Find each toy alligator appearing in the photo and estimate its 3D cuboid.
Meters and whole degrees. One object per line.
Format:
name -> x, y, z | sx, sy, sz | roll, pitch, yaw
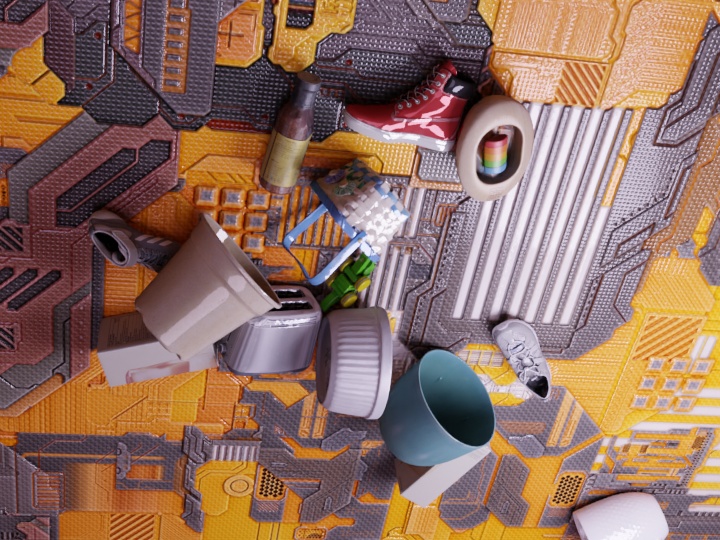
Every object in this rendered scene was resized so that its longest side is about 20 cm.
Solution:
toy alligator -> 0.000, 0.000, 1.843 | 0.200, 0.059, 0.054 | -50, 158, 26

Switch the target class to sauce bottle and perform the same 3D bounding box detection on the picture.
sauce bottle -> -0.108, -0.216, 1.655 | 0.065, 0.066, 0.201 | 12, 126, -17

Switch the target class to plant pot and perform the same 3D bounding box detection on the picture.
plant pot -> -0.261, 0.040, 1.711 | 0.183, 0.201, 0.201 | -40, 124, 0
plant pot -> 0.131, 0.276, 1.986 | 0.200, 0.202, 0.161 | 31, 130, -27

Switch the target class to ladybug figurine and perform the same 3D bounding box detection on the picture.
ladybug figurine -> 0.211, -0.202, 1.701 | 0.134, 0.072, 0.201 | -12, 133, -16

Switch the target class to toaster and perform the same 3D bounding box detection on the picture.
toaster -> -0.150, 0.105, 1.850 | 0.198, 0.114, 0.130 | -1, 126, -29

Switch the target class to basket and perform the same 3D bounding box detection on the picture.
basket -> -0.033, -0.078, 1.707 | 0.200, 0.176, 0.139 | -46, 123, 2

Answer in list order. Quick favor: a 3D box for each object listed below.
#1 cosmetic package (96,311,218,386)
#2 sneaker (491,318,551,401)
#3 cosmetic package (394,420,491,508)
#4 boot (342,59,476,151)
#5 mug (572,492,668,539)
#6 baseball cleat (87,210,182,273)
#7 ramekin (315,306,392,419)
cosmetic package -> -0.355, 0.128, 1.853 | 0.198, 0.104, 0.088 | -9, 127, 0
sneaker -> 0.320, 0.170, 1.996 | 0.074, 0.082, 0.200 | -31, 125, 15
cosmetic package -> 0.163, 0.373, 2.112 | 0.073, 0.104, 0.200 | 33, 115, -27
boot -> 0.077, -0.273, 1.640 | 0.198, 0.073, 0.145 | 5, 126, -22
mug -> 0.581, 0.581, 2.270 | 0.174, 0.201, 0.148 | -23, 132, 0
baseball cleat -> -0.364, -0.025, 1.734 | 0.199, 0.107, 0.070 | 25, 115, -27
ramekin -> -0.016, 0.161, 1.864 | 0.104, 0.201, 0.202 | 4, 126, -13
